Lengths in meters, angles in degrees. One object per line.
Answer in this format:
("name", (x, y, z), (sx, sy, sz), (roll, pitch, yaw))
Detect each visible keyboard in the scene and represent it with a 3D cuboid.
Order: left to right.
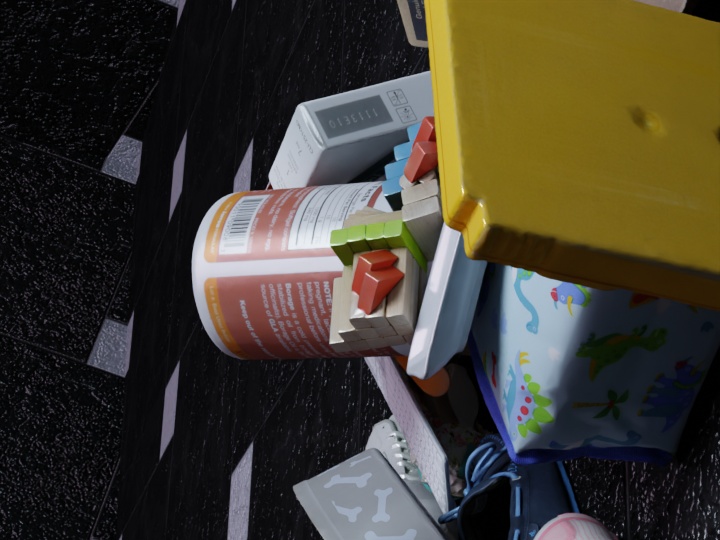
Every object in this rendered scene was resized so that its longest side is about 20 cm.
("keyboard", (0.030, 0.094, 1.316), (0.200, 0.011, 0.057), (-119, 13, -54))

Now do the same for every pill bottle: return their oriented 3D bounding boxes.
("pill bottle", (0.000, 0.000, 1.211), (0.112, 0.198, 0.113), (7, -98, -61))

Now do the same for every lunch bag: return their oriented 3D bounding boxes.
("lunch bag", (0.126, -0.019, 1.031), (0.201, 0.126, 0.171), (-112, 32, -48))

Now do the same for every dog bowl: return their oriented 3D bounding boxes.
("dog bowl", (0.041, 0.196, 1.164), (0.059, 0.201, 0.200), (-38, 17, -1))

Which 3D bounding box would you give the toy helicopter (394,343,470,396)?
("toy helicopter", (0.011, 0.020, 1.325), (0.133, 0.198, 0.079), (-73, -1, -60))

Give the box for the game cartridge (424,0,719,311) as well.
("game cartridge", (0.129, -0.060, 0.885), (0.033, 0.198, 0.177), (117, 158, -46))

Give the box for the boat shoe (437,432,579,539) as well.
("boat shoe", (0.094, 0.148, 1.180), (0.200, 0.068, 0.085), (-127, 48, -73))

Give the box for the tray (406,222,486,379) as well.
("tray", (0.063, -0.037, 1.026), (0.107, 0.022, 0.202), (162, 123, -86))

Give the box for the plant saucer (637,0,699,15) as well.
("plant saucer", (0.164, -0.221, 1.115), (0.200, 0.036, 0.203), (175, 90, -67))

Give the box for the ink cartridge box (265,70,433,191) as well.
("ink cartridge box", (0.028, -0.077, 1.334), (0.044, 0.198, 0.174), (62, 152, 21))

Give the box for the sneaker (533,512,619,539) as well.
("sneaker", (0.110, 0.238, 1.035), (0.105, 0.075, 0.202), (179, 104, -82))

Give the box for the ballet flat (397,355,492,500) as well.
("ballet flat", (0.057, 0.087, 1.391), (0.064, 0.075, 0.201), (-63, 30, 27))

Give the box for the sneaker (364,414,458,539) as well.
("sneaker", (0.032, 0.154, 1.429), (0.200, 0.077, 0.100), (-165, 87, -76))

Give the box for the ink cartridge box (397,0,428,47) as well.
("ink cartridge box", (0.078, -0.274, 1.252), (0.165, 0.074, 0.201), (70, -145, -48))

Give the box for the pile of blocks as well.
("pile of blocks", (0.028, -0.048, 1.114), (0.201, 0.082, 0.062), (-62, -34, -20))
